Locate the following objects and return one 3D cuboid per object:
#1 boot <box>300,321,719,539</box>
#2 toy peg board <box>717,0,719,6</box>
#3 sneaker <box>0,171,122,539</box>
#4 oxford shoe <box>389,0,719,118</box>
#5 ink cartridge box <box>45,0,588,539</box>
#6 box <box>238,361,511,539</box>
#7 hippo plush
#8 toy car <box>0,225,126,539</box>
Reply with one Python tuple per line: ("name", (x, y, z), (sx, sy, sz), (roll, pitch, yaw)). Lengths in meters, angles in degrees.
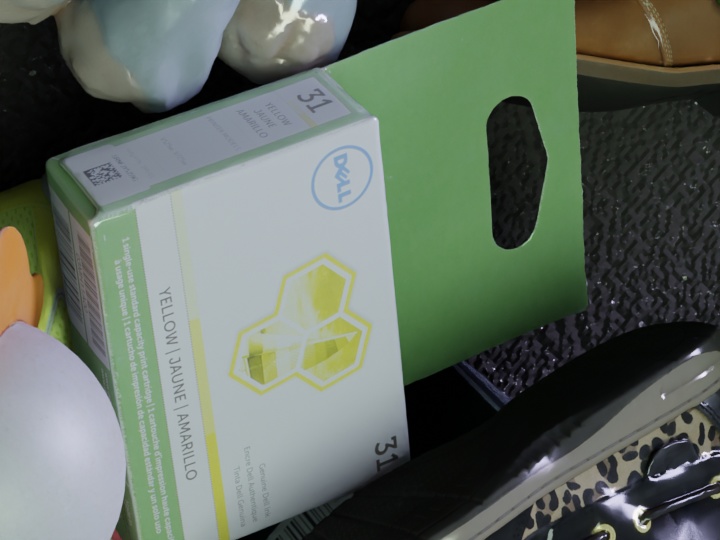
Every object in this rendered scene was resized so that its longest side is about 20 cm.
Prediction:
("boot", (0.067, 0.125, 0.972), (0.200, 0.073, 0.151), (-33, 108, -24))
("toy peg board", (0.238, -0.109, 1.024), (0.200, 0.098, 0.199), (45, 58, -6))
("sneaker", (-0.107, 0.056, 1.017), (0.090, 0.078, 0.201), (-14, 114, -8))
("oxford shoe", (0.100, -0.094, 1.046), (0.199, 0.071, 0.072), (-1, 88, -25))
("ink cartridge box", (0.000, 0.000, 0.957), (0.199, 0.048, 0.146), (-20, 128, -20))
("box", (0.037, 0.163, 1.101), (0.197, 0.117, 0.200), (-48, 123, 3))
("hippo plush", (-0.033, -0.128, 0.880), (0.199, 0.161, 0.160), (-22, 103, -11))
("toy car", (-0.122, 0.080, 0.889), (0.183, 0.177, 0.201), (19, 104, 5))
